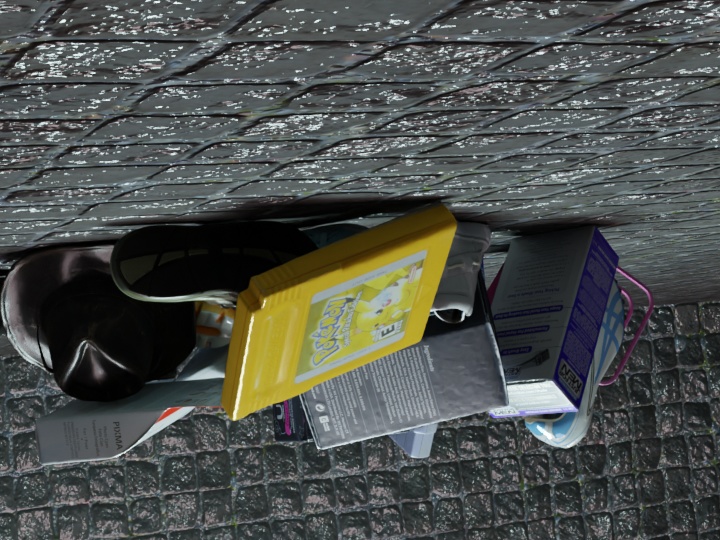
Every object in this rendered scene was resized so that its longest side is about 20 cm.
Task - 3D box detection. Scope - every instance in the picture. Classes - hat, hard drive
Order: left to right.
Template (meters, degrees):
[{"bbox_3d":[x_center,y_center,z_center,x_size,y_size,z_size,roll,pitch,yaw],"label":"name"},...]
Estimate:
[{"bbox_3d":[-0.241,0.066,1.496,0.200,0.081,0.201,0,137,0],"label":"hat"},{"bbox_3d":[-0.091,0.047,1.634,0.200,0.027,0.132,-30,-162,43],"label":"hard drive"}]

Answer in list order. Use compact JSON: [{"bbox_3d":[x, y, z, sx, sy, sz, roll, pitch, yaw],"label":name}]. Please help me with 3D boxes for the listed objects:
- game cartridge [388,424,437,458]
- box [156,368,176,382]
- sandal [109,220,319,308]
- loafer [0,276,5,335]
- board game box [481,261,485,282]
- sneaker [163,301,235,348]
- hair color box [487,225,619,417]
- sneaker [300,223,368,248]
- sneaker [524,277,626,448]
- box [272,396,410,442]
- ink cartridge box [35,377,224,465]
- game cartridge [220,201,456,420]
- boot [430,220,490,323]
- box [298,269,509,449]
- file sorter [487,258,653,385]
[{"bbox_3d":[0.059,0.097,1.864,0.038,0.201,0.130,4,-163,-22],"label":"game cartridge"},{"bbox_3d":[-0.245,0.058,1.699,0.106,0.123,0.200,-3,176,-8],"label":"box"},{"bbox_3d":[-0.118,-0.003,1.397,0.200,0.080,0.057,7,166,-24],"label":"sandal"},{"bbox_3d":[-0.387,0.041,1.613,0.071,0.073,0.200,-10,174,28],"label":"loafer"},{"bbox_3d":[0.067,0.051,1.938,0.034,0.136,0.200,0,174,-42],"label":"board game box"},{"bbox_3d":[-0.212,0.018,1.568,0.199,0.077,0.078,13,141,-10],"label":"sneaker"},{"bbox_3d":[0.194,0.054,1.735,0.109,0.201,0.065,-9,136,38],"label":"hair color box"},{"bbox_3d":[-0.075,-0.001,1.475,0.199,0.074,0.082,-9,178,32],"label":"sneaker"},{"bbox_3d":[0.230,0.089,1.766,0.072,0.201,0.072,27,164,-38],"label":"sneaker"},{"bbox_3d":[-0.027,0.087,1.846,0.132,0.201,0.115,-3,177,-23],"label":"box"},{"bbox_3d":[-0.182,0.138,1.546,0.199,0.048,0.160,-4,-175,15],"label":"ink cartridge box"},{"bbox_3d":[-0.020,0.037,1.397,0.199,0.032,0.177,-24,150,-27],"label":"game cartridge"},{"bbox_3d":[0.081,0.003,1.572,0.073,0.096,0.200,-7,176,19],"label":"boot"},{"bbox_3d":[0.038,0.078,1.647,0.199,0.105,0.148,-13,-152,5],"label":"box"},{"bbox_3d":[0.228,0.060,1.916,0.125,0.139,0.200,36,164,-13],"label":"file sorter"}]
